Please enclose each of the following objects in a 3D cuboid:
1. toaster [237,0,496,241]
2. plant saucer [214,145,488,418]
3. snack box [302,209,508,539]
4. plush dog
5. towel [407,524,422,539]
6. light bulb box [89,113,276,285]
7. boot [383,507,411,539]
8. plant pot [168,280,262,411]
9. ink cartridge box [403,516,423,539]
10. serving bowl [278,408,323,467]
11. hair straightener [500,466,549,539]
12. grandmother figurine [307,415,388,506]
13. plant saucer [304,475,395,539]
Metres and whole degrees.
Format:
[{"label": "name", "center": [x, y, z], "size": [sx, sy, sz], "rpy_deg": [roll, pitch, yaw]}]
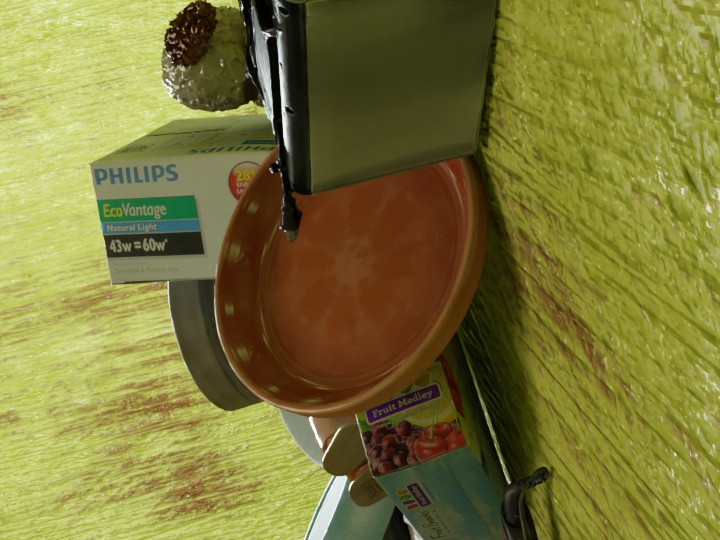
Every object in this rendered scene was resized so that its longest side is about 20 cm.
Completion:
[{"label": "toaster", "center": [-0.010, -0.154, 0.765], "size": [0.201, 0.118, 0.182], "rpy_deg": [91, 166, -58]}, {"label": "plant saucer", "center": [-0.006, -0.008, 0.850], "size": [0.032, 0.200, 0.201], "rpy_deg": [28, -144, -46]}, {"label": "snack box", "center": [0.035, 0.070, 0.923], "size": [0.169, 0.067, 0.201], "rpy_deg": [59, -167, -55]}, {"label": "plush dog", "center": [-0.104, -0.199, 1.322], "size": [0.200, 0.170, 0.162], "rpy_deg": [96, 160, -70]}, {"label": "towel", "center": [0.068, 0.259, 1.372], "size": [0.200, 0.032, 0.193], "rpy_deg": [108, 149, -77]}, {"label": "light bulb box", "center": [-0.130, -0.076, 1.380], "size": [0.200, 0.197, 0.126], "rpy_deg": [-47, -47, -65]}, {"label": "boot", "center": [0.023, 0.250, 1.538], "size": [0.200, 0.077, 0.139], "rpy_deg": [-58, -54, -73]}, {"label": "plant pot", "center": [-0.085, 0.035, 1.509], "size": [0.200, 0.172, 0.202], "rpy_deg": [-15, -90, -73]}, {"label": "ink cartridge box", "center": [0.061, 0.179, 1.201], "size": [0.200, 0.039, 0.100], "rpy_deg": [169, 92, -83]}, {"label": "serving bowl", "center": [-0.020, 0.089, 1.360], "size": [0.200, 0.065, 0.202], "rpy_deg": [30, 127, 51]}, {"label": "hair straightener", "center": [0.114, 0.210, 0.834], "size": [0.077, 0.041, 0.202], "rpy_deg": [-116, 19, -65]}, {"label": "grandmother figurine", "center": [-0.023, 0.098, 1.056], "size": [0.122, 0.060, 0.200], "rpy_deg": [62, 176, -31]}, {"label": "plant saucer", "center": [-0.015, 0.211, 1.159], "size": [0.201, 0.038, 0.202], "rpy_deg": [-90, 26, -78]}]
